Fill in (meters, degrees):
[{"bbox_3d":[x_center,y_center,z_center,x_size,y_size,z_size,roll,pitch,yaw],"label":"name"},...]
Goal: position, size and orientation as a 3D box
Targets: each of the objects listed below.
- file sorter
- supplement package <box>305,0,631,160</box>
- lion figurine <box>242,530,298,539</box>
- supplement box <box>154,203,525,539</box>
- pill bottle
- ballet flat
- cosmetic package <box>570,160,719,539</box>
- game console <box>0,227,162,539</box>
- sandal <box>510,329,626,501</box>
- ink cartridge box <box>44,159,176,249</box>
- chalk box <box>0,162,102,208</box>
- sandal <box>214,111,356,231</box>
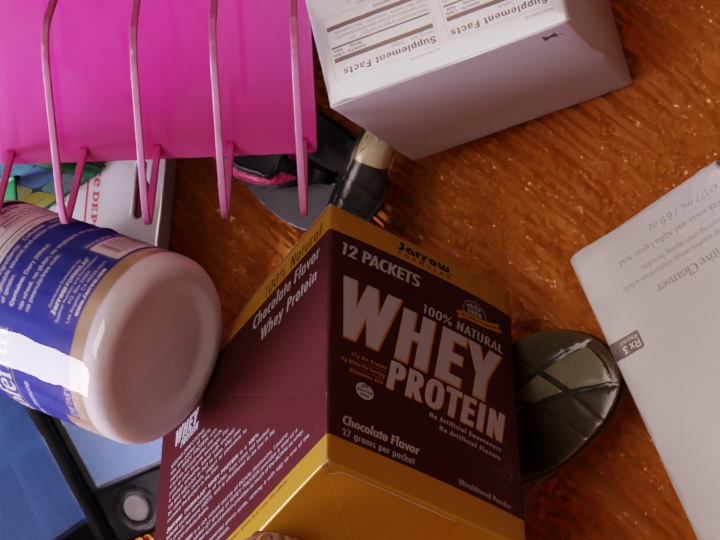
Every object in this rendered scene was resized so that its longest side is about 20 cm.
[{"bbox_3d":[-0.127,-0.107,1.436,0.198,0.126,0.140,-2,119,0],"label":"file sorter"},{"bbox_3d":[0.050,-0.195,1.445,0.150,0.152,0.201,-18,75,16],"label":"supplement package"},{"bbox_3d":[-0.041,0.230,1.334,0.072,0.200,0.123,7,63,21],"label":"lion figurine"},{"bbox_3d":[-0.016,0.114,1.416,0.197,0.132,0.201,-48,28,35],"label":"supplement box"},{"bbox_3d":[-0.191,0.023,1.462,0.199,0.115,0.117,18,95,34],"label":"pill bottle"},{"bbox_3d":[0.000,0.000,1.530,0.056,0.066,0.201,13,109,9],"label":"ballet flat"},{"bbox_3d":[0.215,0.056,1.368,0.113,0.081,0.201,-35,66,25],"label":"cosmetic package"},{"bbox_3d":[-0.199,0.102,1.572,0.172,0.119,0.201,-24,100,22],"label":"game console"},{"bbox_3d":[0.097,0.108,1.465,0.082,0.054,0.200,53,128,27],"label":"sandal"},{"bbox_3d":[-0.192,-0.052,1.665,0.199,0.067,0.117,3,86,35],"label":"ink cartridge box"},{"bbox_3d":[-0.261,-0.095,1.604,0.124,0.124,0.201,-28,68,27],"label":"chalk box"},{"bbox_3d":[-0.073,-0.093,1.578,0.200,0.045,0.075,41,109,11],"label":"sandal"}]
